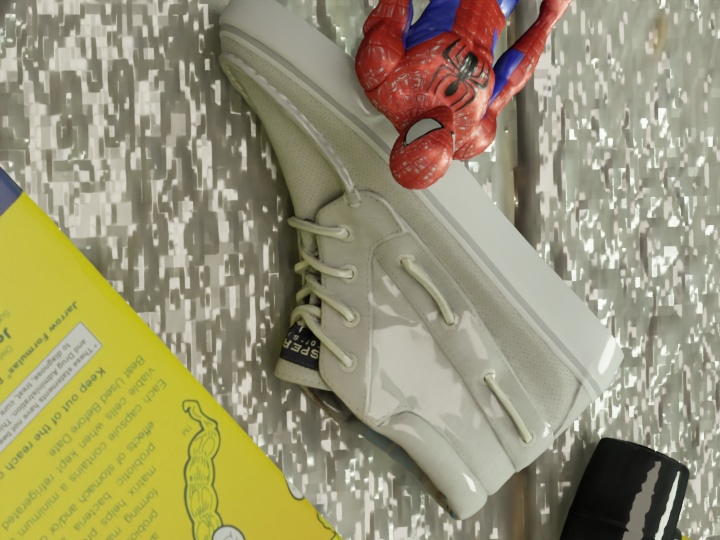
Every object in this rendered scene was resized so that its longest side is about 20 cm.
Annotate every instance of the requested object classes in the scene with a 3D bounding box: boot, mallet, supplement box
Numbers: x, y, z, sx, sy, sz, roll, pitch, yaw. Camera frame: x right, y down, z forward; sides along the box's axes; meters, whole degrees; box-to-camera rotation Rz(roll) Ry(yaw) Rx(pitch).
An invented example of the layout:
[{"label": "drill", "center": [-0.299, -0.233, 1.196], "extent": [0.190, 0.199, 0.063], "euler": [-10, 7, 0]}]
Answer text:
[{"label": "boot", "center": [0.000, 0.000, 0.804], "extent": [0.096, 0.074, 0.200], "euler": [-46, 102, -7]}, {"label": "mallet", "center": [0.158, 0.138, 0.902], "extent": [0.199, 0.041, 0.066], "euler": [34, 79, -26]}, {"label": "supplement box", "center": [-0.104, 0.072, 0.737], "extent": [0.110, 0.109, 0.200], "euler": [-46, 110, -16]}]

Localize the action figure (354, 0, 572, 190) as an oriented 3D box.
[{"label": "action figure", "center": [0.041, -0.105, 0.783], "extent": [0.065, 0.052, 0.201], "euler": [39, 50, -26]}]
